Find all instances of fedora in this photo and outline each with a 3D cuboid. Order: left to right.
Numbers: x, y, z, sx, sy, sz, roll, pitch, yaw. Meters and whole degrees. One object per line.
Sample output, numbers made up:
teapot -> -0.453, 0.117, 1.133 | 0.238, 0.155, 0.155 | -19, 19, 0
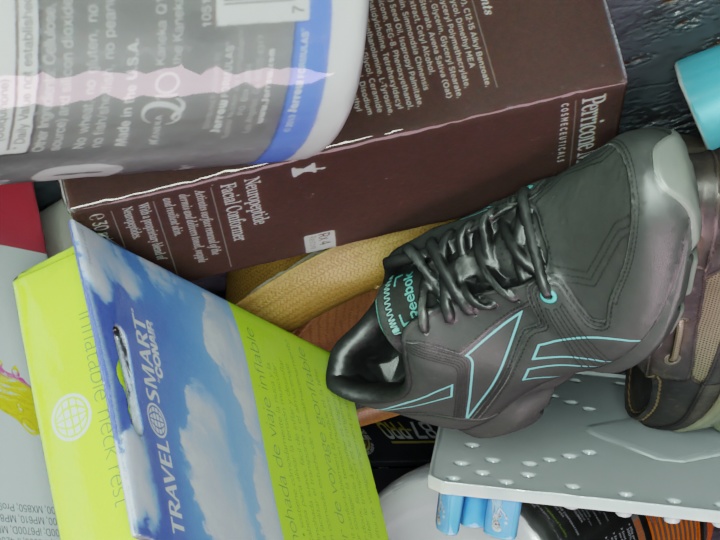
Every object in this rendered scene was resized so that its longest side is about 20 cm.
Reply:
fedora -> 0.000, 0.000, 1.037 | 0.201, 0.082, 0.201 | -15, 157, -7

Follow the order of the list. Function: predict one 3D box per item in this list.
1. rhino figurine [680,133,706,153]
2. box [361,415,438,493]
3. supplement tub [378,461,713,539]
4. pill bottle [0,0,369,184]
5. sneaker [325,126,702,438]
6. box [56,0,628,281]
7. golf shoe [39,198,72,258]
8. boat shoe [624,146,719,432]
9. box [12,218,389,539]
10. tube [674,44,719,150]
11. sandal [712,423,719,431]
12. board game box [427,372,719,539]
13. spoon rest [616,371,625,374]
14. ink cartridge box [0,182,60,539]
rhino figurine -> 0.180, -0.026, 1.110 | 0.200, 0.060, 0.087 | -4, 135, -29
box -> -0.031, 0.153, 1.253 | 0.200, 0.049, 0.161 | -53, 152, 20
supplement tub -> 0.089, 0.133, 1.183 | 0.123, 0.123, 0.200 | -26, 175, 31
pill bottle -> -0.108, -0.079, 0.688 | 0.200, 0.114, 0.114 | -5, 159, -21
sneaker -> 0.055, 0.011, 0.900 | 0.079, 0.075, 0.200 | 5, 150, -24
box -> -0.010, -0.056, 0.886 | 0.200, 0.075, 0.100 | -15, 161, -2
golf shoe -> -0.150, 0.020, 1.004 | 0.088, 0.077, 0.200 | 8, 152, -33
boat shoe -> 0.133, 0.002, 1.012 | 0.073, 0.075, 0.200 | 7, 147, -7
box -> -0.056, 0.067, 0.889 | 0.048, 0.122, 0.200 | -24, 155, 20
tube -> 0.228, -0.096, 0.982 | 0.200, 0.050, 0.077 | -21, 162, 10
sandal -> 0.186, 0.033, 1.162 | 0.080, 0.057, 0.201 | 1, -152, 14
board game box -> 0.134, 0.085, 1.080 | 0.200, 0.026, 0.200 | 6, -167, 4
spoon rest -> 0.091, 0.040, 1.244 | 0.200, 0.061, 0.099 | -14, 163, -2
ink cartridge box -> -0.200, 0.064, 0.895 | 0.145, 0.200, 0.145 | -26, 157, 32
